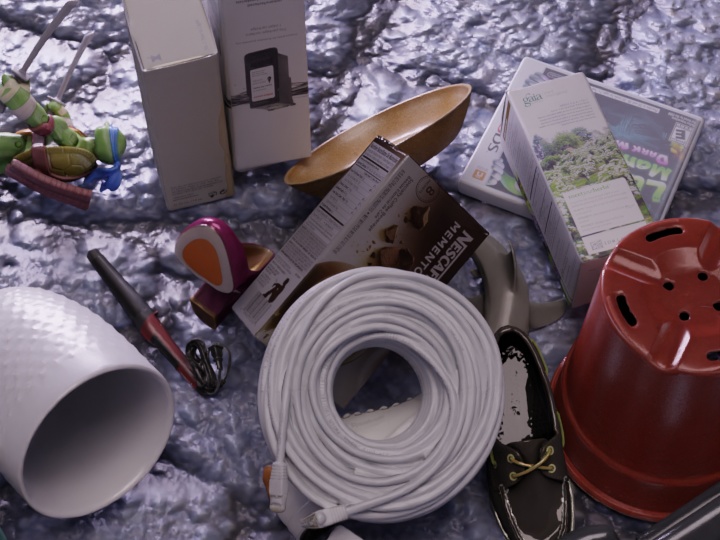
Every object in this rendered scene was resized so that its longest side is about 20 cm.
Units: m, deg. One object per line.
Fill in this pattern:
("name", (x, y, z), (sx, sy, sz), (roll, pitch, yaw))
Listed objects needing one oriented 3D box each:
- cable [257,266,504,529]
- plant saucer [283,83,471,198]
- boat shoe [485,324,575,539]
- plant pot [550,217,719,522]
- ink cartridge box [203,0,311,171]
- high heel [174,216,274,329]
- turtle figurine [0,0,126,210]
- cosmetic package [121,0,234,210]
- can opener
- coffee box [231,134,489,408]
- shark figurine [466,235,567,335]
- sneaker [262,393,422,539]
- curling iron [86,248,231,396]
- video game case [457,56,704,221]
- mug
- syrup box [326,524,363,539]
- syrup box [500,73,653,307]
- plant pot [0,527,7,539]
("cable", (0.016, 0.100, 1.116), (0.197, 0.069, 0.203), (-4, 81, -5))
("plant saucer", (0.022, -0.116, 1.323), (0.199, 0.200, 0.036), (-32, 106, -19))
("boat shoe", (0.136, 0.147, 1.168), (0.071, 0.061, 0.204), (-11, 69, 3))
("plant pot", (0.261, 0.074, 1.152), (0.198, 0.196, 0.203), (0, 54, 1))
("ink cartridge box", (-0.104, -0.221, 1.339), (0.082, 0.202, 0.146), (-11, 44, -11))
("high heel", (-0.107, -0.019, 1.218), (0.067, 0.201, 0.096), (35, 69, 15))
("turtle figurine", (-0.333, -0.154, 1.344), (0.191, 0.202, 0.144), (-15, 23, -5))
("cosmetic package", (-0.170, -0.162, 1.310), (0.072, 0.201, 0.104), (-13, 57, -10))
("can opener", (0.237, 0.213, 1.109), (0.198, 0.053, 0.067), (-29, 97, -1))
("coffee box", (0.000, 0.000, 1.203), (0.200, 0.113, 0.080), (-49, 27, -1))
("shark figurine", (0.113, -0.011, 1.280), (0.127, 0.090, 0.216), (-22, 61, -16))
("sneaker", (0.003, 0.139, 1.186), (0.199, 0.073, 0.085), (-33, 64, -19))
("curling iron", (-0.187, 0.043, 1.276), (0.200, 0.025, 0.050), (41, 102, 28))
("video game case", (0.221, -0.116, 1.387), (0.198, 0.023, 0.183), (22, 59, 14))
("mug", (-0.283, 0.103, 1.155), (0.198, 0.149, 0.175), (-19, 42, -36))
("syrup box", (0.038, 0.294, 1.078), (0.199, 0.082, 0.079), (30, 59, 19))
("syrup box", (0.200, -0.078, 1.290), (0.078, 0.082, 0.202), (-14, 59, -8))
("plant pot", (-0.358, 0.275, 1.064), (0.199, 0.142, 0.142), (-32, 61, -11))
